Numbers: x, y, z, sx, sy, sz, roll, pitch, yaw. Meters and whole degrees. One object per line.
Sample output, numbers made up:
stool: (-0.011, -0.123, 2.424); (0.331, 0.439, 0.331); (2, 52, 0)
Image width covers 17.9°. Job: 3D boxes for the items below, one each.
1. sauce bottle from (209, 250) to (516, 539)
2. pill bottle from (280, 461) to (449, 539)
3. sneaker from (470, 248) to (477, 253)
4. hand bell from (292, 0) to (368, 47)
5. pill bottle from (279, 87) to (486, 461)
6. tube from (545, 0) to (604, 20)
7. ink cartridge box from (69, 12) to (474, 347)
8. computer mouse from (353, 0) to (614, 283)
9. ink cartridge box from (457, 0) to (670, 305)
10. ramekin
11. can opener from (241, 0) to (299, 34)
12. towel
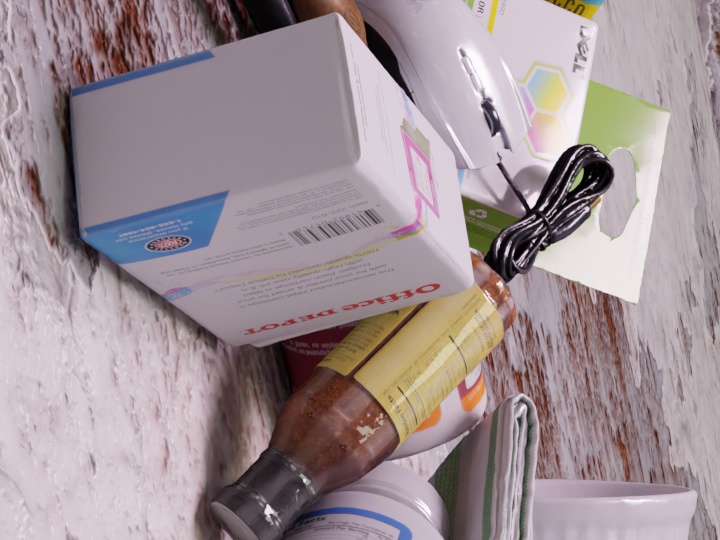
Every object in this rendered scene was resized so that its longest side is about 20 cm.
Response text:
sauce bottle: (0.000, 0.070, 1.233); (0.200, 0.066, 0.066); (-43, 135, -20)
pill bottle: (-0.008, 0.188, 1.220); (0.200, 0.112, 0.112); (-64, 143, -60)
sneaker: (0.045, -0.067, 1.587); (0.112, 0.071, 0.200); (50, 38, -67)
hand bell: (-0.040, -0.172, 1.260); (0.200, 0.104, 0.104); (50, 35, -51)
pill bottle: (0.000, 0.000, 1.332); (0.114, 0.114, 0.200); (-58, 138, -65)
tube: (0.110, -0.158, 1.511); (0.200, 0.077, 0.050); (-61, -178, 43)
ink cartridge box: (-0.040, -0.038, 1.158); (0.200, 0.144, 0.085); (45, 33, -64)
computer mouse: (0.064, -0.099, 1.349); (0.200, 0.110, 0.044); (54, -26, -1)
ink cartridge box: (0.120, -0.082, 1.442); (0.076, 0.200, 0.148); (-28, -133, 61)
ramekin: (0.123, 0.192, 1.521); (0.200, 0.200, 0.098); (7, 83, -73)
can opener: (-0.038, -0.149, 1.371); (0.200, 0.079, 0.063); (64, 31, -23)
towel: (0.048, 0.179, 1.340); (0.200, 0.031, 0.149); (127, -21, -46)
